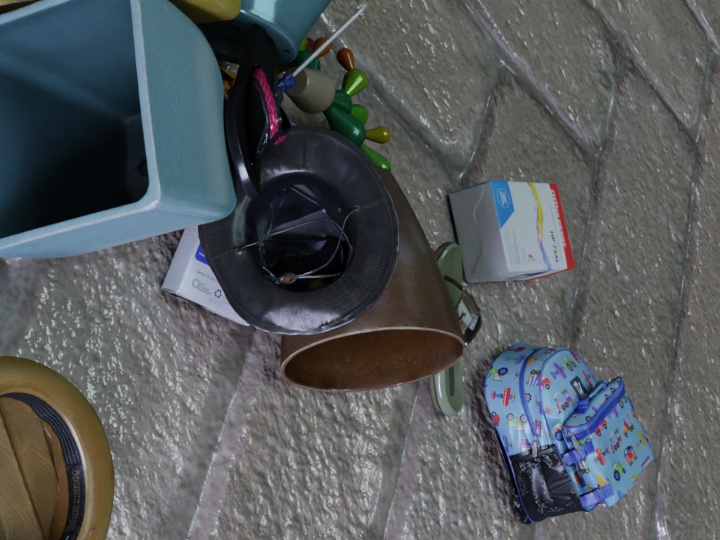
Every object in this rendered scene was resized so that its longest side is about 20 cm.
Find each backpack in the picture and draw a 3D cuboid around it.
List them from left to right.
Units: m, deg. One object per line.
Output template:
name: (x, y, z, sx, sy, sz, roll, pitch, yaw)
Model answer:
backpack: (0.243, 0.179, 1.698, 0.183, 0.134, 0.200, -26, 95, -52)

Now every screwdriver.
screwdriver: (-0.055, -0.202, 1.400, 0.200, 0.029, 0.028, -43, 142, -19)

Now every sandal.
sandal: (-0.088, -0.152, 1.288, 0.075, 0.045, 0.200, 72, 17, -46)
sandal: (0.111, 0.066, 1.604, 0.080, 0.057, 0.201, -18, 106, -59)

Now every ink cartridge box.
ink cartridge box: (-0.113, -0.055, 1.365, 0.095, 0.037, 0.200, 28, 82, -39)
ink cartridge box: (0.203, -0.049, 1.783, 0.200, 0.067, 0.116, -3, 80, -52)

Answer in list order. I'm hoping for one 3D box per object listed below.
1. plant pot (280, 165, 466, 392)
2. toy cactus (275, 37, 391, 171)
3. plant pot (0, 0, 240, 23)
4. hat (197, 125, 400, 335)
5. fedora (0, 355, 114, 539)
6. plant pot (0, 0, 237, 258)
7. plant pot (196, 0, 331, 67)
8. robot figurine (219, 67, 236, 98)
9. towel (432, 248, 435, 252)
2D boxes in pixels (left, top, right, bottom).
plant pot: (0.000, 0.000, 1.440, 0.187, 0.187, 0.200, 17, 57, -47)
toy cactus: (-0.044, -0.179, 1.494, 0.165, 0.102, 0.200, 18, 48, -66)
plant pot: (-0.201, -0.310, 1.258, 0.176, 0.200, 0.200, 33, 55, -70)
hat: (-0.053, -0.033, 1.331, 0.081, 0.200, 0.201, 47, 33, -79)
fedora: (-0.283, 0.168, 1.099, 0.200, 0.082, 0.201, 15, 71, -50)
plant pot: (-0.209, -0.114, 1.215, 0.200, 0.196, 0.196, 14, 66, -64)
plant pot: (-0.105, -0.314, 1.418, 0.200, 0.200, 0.188, 28, 70, -42)
robot figurine: (-0.121, -0.125, 1.420, 0.200, 0.058, 0.145, 34, 55, -39)
towel: (0.026, -0.010, 1.590, 0.200, 0.023, 0.144, 53, 44, -23)
